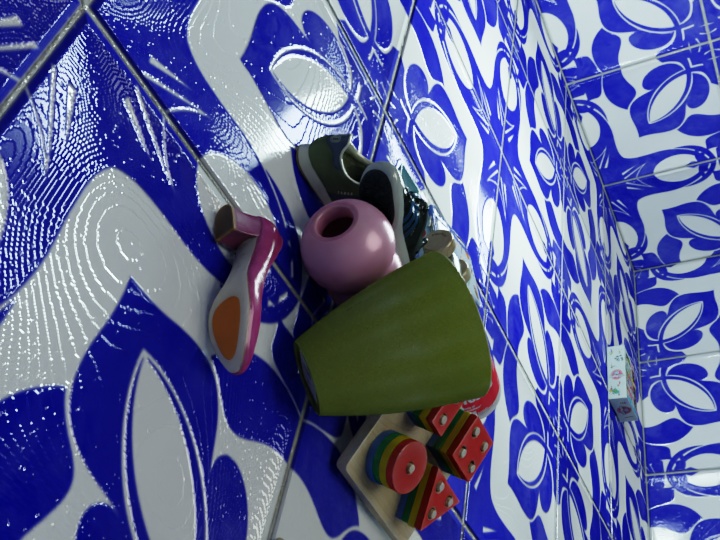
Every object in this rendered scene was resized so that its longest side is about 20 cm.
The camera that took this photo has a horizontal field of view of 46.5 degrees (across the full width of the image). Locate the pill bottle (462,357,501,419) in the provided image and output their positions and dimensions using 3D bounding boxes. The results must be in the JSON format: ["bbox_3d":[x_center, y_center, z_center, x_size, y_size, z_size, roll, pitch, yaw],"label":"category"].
[{"bbox_3d":[0.151,0.147,1.319,0.201,0.111,0.113,63,28,-48],"label":"pill bottle"}]

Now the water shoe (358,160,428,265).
[{"bbox_3d":[0.049,-0.087,1.135,0.079,0.071,0.201,-42,150,-23],"label":"water shoe"}]

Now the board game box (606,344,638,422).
[{"bbox_3d":[0.852,0.369,2.731,0.148,0.064,0.201,53,36,-40],"label":"board game box"}]

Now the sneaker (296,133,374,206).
[{"bbox_3d":[-0.001,-0.107,1.162,0.201,0.089,0.067,53,34,-30],"label":"sneaker"}]

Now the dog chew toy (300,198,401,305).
[{"bbox_3d":[0.000,0.000,1.112,0.201,0.123,0.125,62,29,-46],"label":"dog chew toy"}]

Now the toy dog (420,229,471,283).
[{"bbox_3d":[0.097,0.030,1.219,0.133,0.096,0.200,70,25,-19],"label":"toy dog"}]

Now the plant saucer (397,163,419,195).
[{"bbox_3d":[0.064,-0.079,1.333,0.070,0.019,0.201,54,35,-40],"label":"plant saucer"}]

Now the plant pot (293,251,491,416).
[{"bbox_3d":[0.026,0.095,1.010,0.187,0.198,0.189,163,-90,-76],"label":"plant pot"}]

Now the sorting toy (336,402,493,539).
[{"bbox_3d":[0.087,0.246,1.124,0.199,0.069,0.201,-51,132,-25],"label":"sorting toy"}]

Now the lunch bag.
[{"bbox_3d":[0.139,-0.018,1.430,0.200,0.075,0.162,45,33,-54],"label":"lunch bag"}]

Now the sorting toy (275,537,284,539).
[{"bbox_3d":[-0.044,0.376,0.829,0.184,0.037,0.200,36,29,3],"label":"sorting toy"}]

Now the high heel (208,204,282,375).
[{"bbox_3d":[-0.115,0.027,0.919,0.096,0.067,0.201,27,42,-45],"label":"high heel"}]
